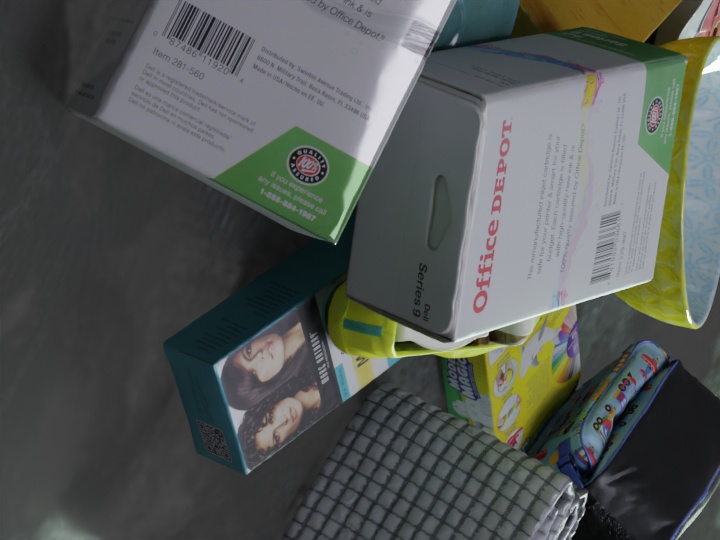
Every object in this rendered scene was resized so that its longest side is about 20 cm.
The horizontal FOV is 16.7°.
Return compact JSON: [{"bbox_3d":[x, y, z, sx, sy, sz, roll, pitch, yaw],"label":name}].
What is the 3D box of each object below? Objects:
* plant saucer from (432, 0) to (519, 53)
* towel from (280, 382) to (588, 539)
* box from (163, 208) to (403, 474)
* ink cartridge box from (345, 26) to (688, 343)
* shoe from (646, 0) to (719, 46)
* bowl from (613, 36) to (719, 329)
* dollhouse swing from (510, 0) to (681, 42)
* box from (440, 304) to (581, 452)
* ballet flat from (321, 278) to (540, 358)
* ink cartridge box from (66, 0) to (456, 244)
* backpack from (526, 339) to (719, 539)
[{"bbox_3d":[0.036,-0.144,1.406,0.200,0.036,0.201,-36,141,-37],"label":"plant saucer"},{"bbox_3d":[0.039,0.198,1.655,0.201,0.165,0.086,-60,157,-6],"label":"towel"},{"bbox_3d":[-0.023,0.033,1.492,0.200,0.049,0.083,-36,126,-31],"label":"box"},{"bbox_3d":[0.092,-0.054,1.424,0.199,0.087,0.146,-17,120,-48],"label":"ink cartridge box"},{"bbox_3d":[0.233,-0.193,1.762,0.091,0.071,0.201,-32,144,-46],"label":"shoe"},{"bbox_3d":[0.189,-0.065,1.686,0.200,0.107,0.202,6,90,-73],"label":"bowl"},{"bbox_3d":[0.130,-0.194,1.620,0.182,0.175,0.200,50,62,-14],"label":"dollhouse swing"},{"bbox_3d":[0.110,0.059,1.782,0.117,0.048,0.201,-47,145,-30],"label":"box"},{"bbox_3d":[0.065,0.026,1.493,0.199,0.067,0.067,-7,105,-44],"label":"ballet flat"},{"bbox_3d":[-0.039,-0.137,1.261,0.145,0.084,0.201,28,88,-19],"label":"ink cartridge box"},{"bbox_3d":[0.182,0.172,1.898,0.183,0.135,0.200,-48,-176,-40],"label":"backpack"}]
